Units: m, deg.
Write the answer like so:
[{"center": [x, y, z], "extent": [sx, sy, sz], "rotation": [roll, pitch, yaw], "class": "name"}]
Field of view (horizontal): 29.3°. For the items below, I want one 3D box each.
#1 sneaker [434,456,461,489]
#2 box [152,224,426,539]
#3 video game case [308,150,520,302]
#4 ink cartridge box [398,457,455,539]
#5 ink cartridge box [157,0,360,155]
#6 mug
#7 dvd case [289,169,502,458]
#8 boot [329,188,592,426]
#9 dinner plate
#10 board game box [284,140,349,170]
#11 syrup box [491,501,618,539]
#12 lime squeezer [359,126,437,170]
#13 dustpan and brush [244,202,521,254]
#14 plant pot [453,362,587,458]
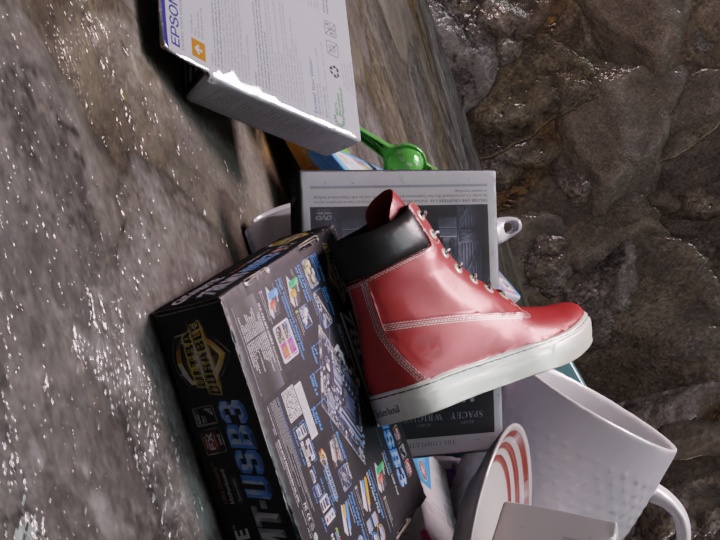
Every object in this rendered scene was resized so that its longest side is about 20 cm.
[{"center": [0.074, 0.234, 1.209], "extent": [0.200, 0.080, 0.088], "rotation": [64, 22, -50], "class": "sneaker"}, {"center": [-0.034, 0.088, 0.824], "extent": [0.199, 0.050, 0.200], "rotation": [-41, 114, -69], "class": "box"}, {"center": [0.049, -0.035, 1.145], "extent": [0.143, 0.018, 0.200], "rotation": [51, 16, 24], "class": "video game case"}, {"center": [0.037, 0.233, 1.014], "extent": [0.115, 0.068, 0.200], "rotation": [52, 24, -60], "class": "ink cartridge box"}, {"center": [-0.084, -0.198, 0.966], "extent": [0.200, 0.041, 0.200], "rotation": [21, 56, -48], "class": "ink cartridge box"}, {"center": [0.170, 0.195, 1.115], "extent": [0.200, 0.175, 0.148], "rotation": [30, 7, 3], "class": "mug"}, {"center": [0.026, 0.030, 0.955], "extent": [0.025, 0.150, 0.200], "rotation": [178, -90, -68], "class": "dvd case"}, {"center": [0.070, 0.008, 0.913], "extent": [0.200, 0.072, 0.144], "rotation": [-13, 85, -43], "class": "boot"}, {"center": [0.086, 0.203, 0.945], "extent": [0.200, 0.024, 0.200], "rotation": [5, 90, -70], "class": "dinner plate"}, {"center": [-0.043, -0.117, 1.161], "extent": [0.200, 0.030, 0.096], "rotation": [62, 13, -19], "class": "board game box"}, {"center": [0.135, 0.248, 0.939], "extent": [0.200, 0.081, 0.079], "rotation": [73, 32, -47], "class": "syrup box"}, {"center": [0.041, -0.071, 1.146], "extent": [0.200, 0.038, 0.071], "rotation": [47, 47, 11], "class": "lime squeezer"}, {"center": [0.029, -0.002, 1.004], "extent": [0.057, 0.200, 0.140], "rotation": [-144, -144, -82], "class": "dustpan and brush"}, {"center": [0.154, 0.171, 1.285], "extent": [0.200, 0.141, 0.141], "rotation": [59, -13, 14], "class": "plant pot"}]
